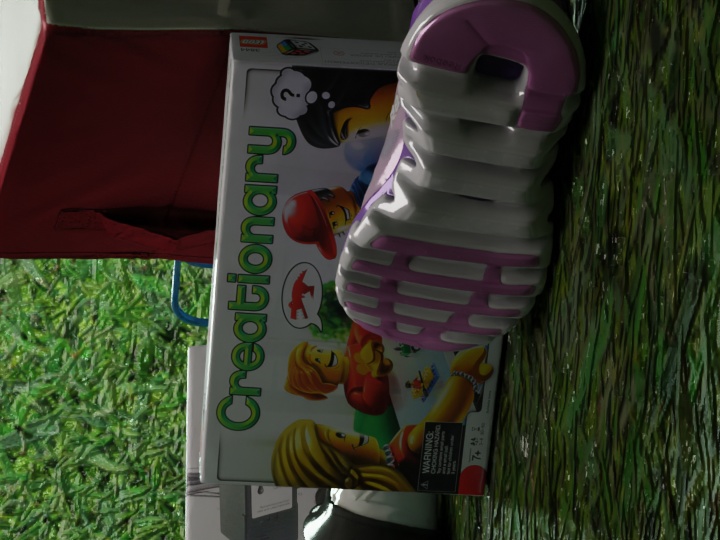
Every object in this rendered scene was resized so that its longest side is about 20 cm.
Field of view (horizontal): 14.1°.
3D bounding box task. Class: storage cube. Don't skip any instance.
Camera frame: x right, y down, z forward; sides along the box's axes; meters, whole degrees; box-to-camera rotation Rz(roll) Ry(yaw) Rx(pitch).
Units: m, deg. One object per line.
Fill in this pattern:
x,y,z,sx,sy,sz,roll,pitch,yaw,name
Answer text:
-0.086,-0.124,1.320,0.180,0.170,0.200,118,149,-55,storage cube

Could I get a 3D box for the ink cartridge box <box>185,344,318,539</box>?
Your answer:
-0.041,0.154,1.598,0.146,0.084,0.200,68,-161,-61,ink cartridge box

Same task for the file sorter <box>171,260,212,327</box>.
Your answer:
-0.054,-0.078,1.805,0.139,0.122,0.200,101,170,-49,file sorter

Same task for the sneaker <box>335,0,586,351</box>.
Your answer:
0.043,-0.054,1.135,0.089,0.080,0.200,-84,7,-45,sneaker

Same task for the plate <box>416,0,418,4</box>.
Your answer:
-0.002,-0.084,1.519,0.200,0.032,0.201,61,-140,-79,plate

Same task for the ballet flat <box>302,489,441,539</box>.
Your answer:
0.006,0.114,1.436,0.200,0.068,0.069,-121,42,-78,ballet flat

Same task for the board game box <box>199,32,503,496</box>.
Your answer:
0.000,0.000,1.237,0.035,0.126,0.200,-99,13,-64,board game box
